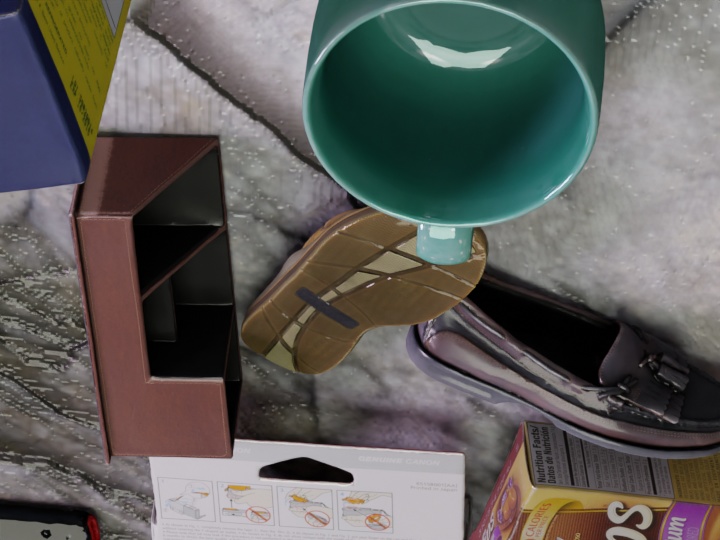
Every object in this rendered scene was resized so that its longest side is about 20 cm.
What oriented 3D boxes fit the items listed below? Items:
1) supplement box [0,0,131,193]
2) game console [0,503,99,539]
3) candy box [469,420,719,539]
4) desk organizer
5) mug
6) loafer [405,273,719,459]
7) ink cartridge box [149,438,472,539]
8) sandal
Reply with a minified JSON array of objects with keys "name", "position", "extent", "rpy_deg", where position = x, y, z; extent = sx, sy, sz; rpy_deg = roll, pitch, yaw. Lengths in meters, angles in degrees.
[{"name":"supplement box","position":[-0.184,-0.142,1.468],"extent":[0.109,0.201,0.109],"rpy_deg":[-6,132,14]},{"name":"game console","position":[-0.268,0.225,1.927],"extent":[0.199,0.031,0.178],"rpy_deg":[4,114,3]},{"name":"candy box","position":[0.176,0.156,1.779],"extent":[0.199,0.057,0.117],"rpy_deg":[7,135,-13]},{"name":"desk organizer","position":[-0.115,0.018,1.702],"extent":[0.076,0.072,0.201],"rpy_deg":[1,134,4]},{"name":"mug","position":[0.042,-0.107,1.530],"extent":[0.152,0.115,0.185],"rpy_deg":[29,131,-19]},{"name":"loafer","position":[0.127,0.052,1.703],"extent":[0.199,0.072,0.063],"rpy_deg":[17,129,-4]},{"name":"ink cartridge box","position":[-0.030,0.152,1.837],"extent":[0.199,0.044,0.174],"rpy_deg":[3,133,5]},{"name":"sandal","position":[0.000,0.000,1.687],"extent":[0.080,0.054,0.200],"rpy_deg":[35,143,-16]}]
